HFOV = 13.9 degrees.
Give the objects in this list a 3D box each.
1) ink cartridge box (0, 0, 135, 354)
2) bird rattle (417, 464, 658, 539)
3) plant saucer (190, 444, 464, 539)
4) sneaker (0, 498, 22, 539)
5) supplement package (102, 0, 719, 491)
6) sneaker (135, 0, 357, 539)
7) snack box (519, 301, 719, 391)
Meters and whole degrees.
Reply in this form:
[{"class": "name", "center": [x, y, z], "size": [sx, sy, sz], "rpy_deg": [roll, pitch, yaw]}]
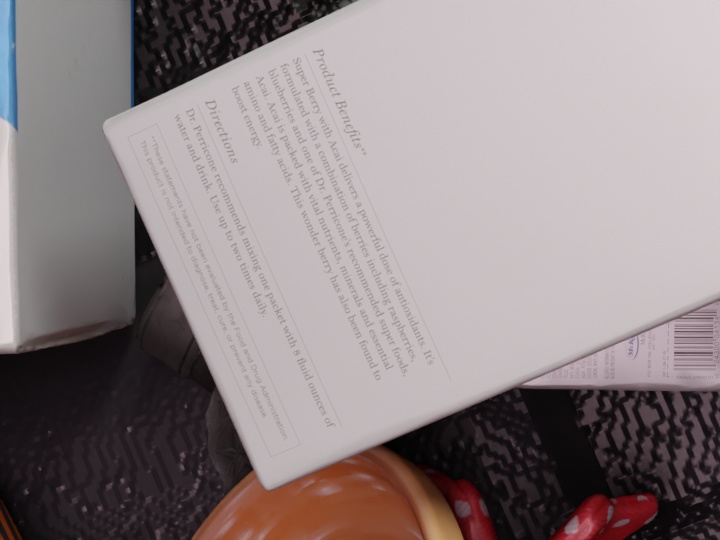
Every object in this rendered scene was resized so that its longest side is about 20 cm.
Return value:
[{"class": "ink cartridge box", "center": [-0.188, -0.049, 0.975], "size": [0.199, 0.145, 0.148], "rpy_deg": [0, 93, 11]}, {"class": "bird rattle", "center": [0.038, 0.165, 0.952], "size": [0.112, 0.163, 0.200], "rpy_deg": [27, 109, -11]}, {"class": "plant saucer", "center": [-0.020, 0.152, 0.926], "size": [0.037, 0.200, 0.201], "rpy_deg": [22, 101, -28]}, {"class": "sneaker", "center": [-0.097, 0.125, 0.969], "size": [0.112, 0.077, 0.200], "rpy_deg": [-43, 51, 29]}, {"class": "supplement package", "center": [0.049, -0.035, 0.877], "size": [0.199, 0.120, 0.122], "rpy_deg": [-23, 91, 18]}, {"class": "sneaker", "center": [-0.001, 0.000, 0.990], "size": [0.104, 0.060, 0.200], "rpy_deg": [36, 106, 7]}, {"class": "snack box", "center": [0.087, -0.061, 0.977], "size": [0.072, 0.024, 0.201], "rpy_deg": [1, 96, 3]}]
